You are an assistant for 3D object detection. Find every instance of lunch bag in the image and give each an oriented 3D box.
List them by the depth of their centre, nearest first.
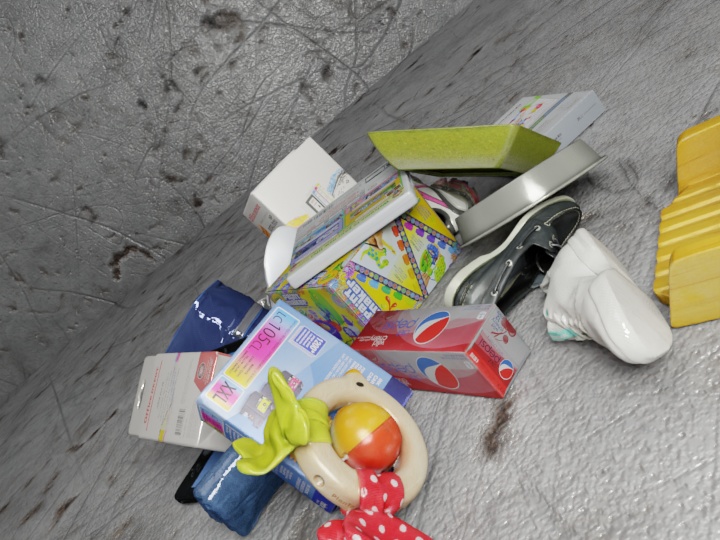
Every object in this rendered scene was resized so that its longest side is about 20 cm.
[{"bbox_3d":[-0.229,0.133,1.033,0.200,0.132,0.136,-56,4,14],"label":"lunch bag"}]

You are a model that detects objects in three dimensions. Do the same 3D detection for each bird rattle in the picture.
[{"bbox_3d":[-0.002,0.155,0.548,0.163,0.200,0.113,-28,-32,-52],"label":"bird rattle"}]

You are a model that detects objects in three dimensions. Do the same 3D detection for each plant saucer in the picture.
[{"bbox_3d":[0.140,-0.152,0.858,0.200,0.048,0.200,4,6,31],"label":"plant saucer"}]

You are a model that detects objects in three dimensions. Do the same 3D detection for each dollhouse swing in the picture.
[{"bbox_3d":[0.289,-0.099,0.512,0.182,0.176,0.200,-23,27,42],"label":"dollhouse swing"}]

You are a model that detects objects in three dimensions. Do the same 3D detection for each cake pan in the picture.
[{"bbox_3d":[0.196,-0.093,0.777,0.200,0.037,0.200,-32,-2,-1],"label":"cake pan"}]

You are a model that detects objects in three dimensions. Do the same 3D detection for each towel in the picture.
[{"bbox_3d":[-0.093,0.194,0.724,0.049,0.112,0.200,30,63,25],"label":"towel"}]

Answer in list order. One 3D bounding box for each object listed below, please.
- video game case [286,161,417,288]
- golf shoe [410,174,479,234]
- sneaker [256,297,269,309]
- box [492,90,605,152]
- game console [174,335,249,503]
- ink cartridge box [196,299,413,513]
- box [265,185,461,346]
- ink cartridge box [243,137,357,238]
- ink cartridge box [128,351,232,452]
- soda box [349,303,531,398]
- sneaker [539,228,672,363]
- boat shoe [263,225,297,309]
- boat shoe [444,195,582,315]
[{"bbox_3d":[-0.013,-0.074,0.899,0.200,0.022,0.182,-35,21,15],"label":"video game case"},{"bbox_3d":[0.075,-0.098,0.997,0.200,0.073,0.092,8,49,36],"label":"golf shoe"},{"bbox_3d":[-0.221,0.133,1.173,0.200,0.075,0.082,-41,4,-18],"label":"sneaker"},{"bbox_3d":[0.260,-0.212,1.017,0.156,0.041,0.200,-42,18,-3],"label":"box"},{"bbox_3d":[-0.184,0.199,0.863,0.200,0.116,0.176,-24,26,42],"label":"game console"},{"bbox_3d":[-0.042,0.144,0.654,0.136,0.200,0.076,-53,-9,-26],"label":"ink cartridge box"},{"bbox_3d":[0.000,0.000,0.930,0.193,0.122,0.200,-50,22,-24],"label":"box"},{"bbox_3d":[-0.079,-0.095,1.123,0.145,0.200,0.147,-48,6,-17],"label":"ink cartridge box"},{"bbox_3d":[-0.226,0.171,0.857,0.200,0.067,0.117,-8,67,46],"label":"ink cartridge box"},{"bbox_3d":[0.075,0.083,0.686,0.200,0.070,0.063,-10,37,56],"label":"soda box"},{"bbox_3d":[0.201,0.038,0.569,0.088,0.075,0.200,-47,9,21],"label":"sneaker"},{"bbox_3d":[-0.115,0.031,1.024,0.072,0.200,0.068,-8,1,-17],"label":"boat shoe"},{"bbox_3d":[0.181,-0.008,0.690,0.199,0.075,0.066,-32,42,-24],"label":"boat shoe"}]
